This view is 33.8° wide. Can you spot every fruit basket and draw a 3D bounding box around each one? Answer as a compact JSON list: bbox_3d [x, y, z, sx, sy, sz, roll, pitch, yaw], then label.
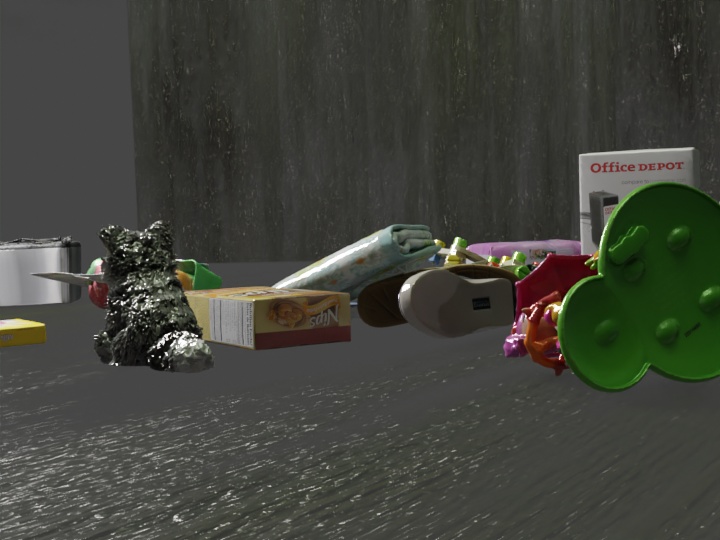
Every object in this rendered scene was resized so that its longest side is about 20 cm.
[{"bbox_3d":[-0.277,0.016,1.476,0.185,0.094,0.200,0,-16,43],"label":"fruit basket"}]

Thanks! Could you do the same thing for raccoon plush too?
[{"bbox_3d":[-0.178,0.020,1.102,0.096,0.135,0.199,-3,2,-41],"label":"raccoon plush"}]

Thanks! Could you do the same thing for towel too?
[{"bbox_3d":[0.000,0.000,1.448,0.171,0.048,0.200,-28,-8,18],"label":"towel"}]

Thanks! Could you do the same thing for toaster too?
[{"bbox_3d":[-0.597,0.000,2.128,0.180,0.119,0.200,-3,2,-7],"label":"toaster"}]

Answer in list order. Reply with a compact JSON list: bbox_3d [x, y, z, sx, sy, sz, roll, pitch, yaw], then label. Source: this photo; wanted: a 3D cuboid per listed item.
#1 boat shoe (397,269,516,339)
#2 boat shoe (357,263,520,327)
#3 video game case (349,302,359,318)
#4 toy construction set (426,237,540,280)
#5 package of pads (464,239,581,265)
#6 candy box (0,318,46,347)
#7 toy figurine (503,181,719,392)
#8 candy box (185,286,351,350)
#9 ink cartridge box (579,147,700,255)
[{"bbox_3d":[0.081,0.041,1.274,0.092,0.075,0.199,-9,-10,38],"label":"boat shoe"},{"bbox_3d":[0.093,0.026,1.418,0.199,0.074,0.069,-3,8,-4],"label":"boat shoe"},{"bbox_3d":[-0.099,0.055,1.572,0.199,0.018,0.143,0,3,40],"label":"video game case"},{"bbox_3d":[0.163,0.006,1.542,0.131,0.093,0.200,25,4,-11],"label":"toy construction set"},{"bbox_3d":[0.304,-0.017,2.198,0.199,0.076,0.120,-3,4,-18],"label":"package of pads"},{"bbox_3d":[-0.467,0.077,1.335,0.199,0.027,0.102,-4,7,-35],"label":"candy box"},{"bbox_3d":[0.180,0.037,0.936,0.200,0.151,0.184,-32,3,-29],"label":"toy figurine"},{"bbox_3d":[-0.109,0.049,1.282,0.115,0.056,0.200,-4,3,-32],"label":"candy box"},{"bbox_3d":[0.349,-0.050,1.478,0.146,0.201,0.083,-2,3,19],"label":"ink cartridge box"}]
